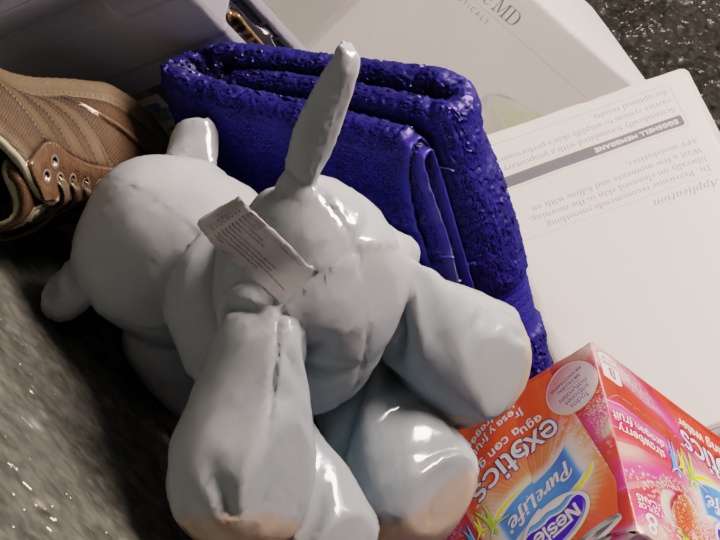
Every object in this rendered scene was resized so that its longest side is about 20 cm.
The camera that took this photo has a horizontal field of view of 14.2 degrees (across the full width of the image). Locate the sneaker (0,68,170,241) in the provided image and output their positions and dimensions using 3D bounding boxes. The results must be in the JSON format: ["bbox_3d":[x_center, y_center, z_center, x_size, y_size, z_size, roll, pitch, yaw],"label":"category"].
[{"bbox_3d":[-0.141,-0.039,1.147,0.200,0.070,0.076,23,42,-51],"label":"sneaker"}]

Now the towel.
[{"bbox_3d":[0.000,0.000,1.198,0.148,0.050,0.200,8,-45,28],"label":"towel"}]

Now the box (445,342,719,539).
[{"bbox_3d":[0.123,0.128,1.197,0.200,0.095,0.100,35,31,-41],"label":"box"}]

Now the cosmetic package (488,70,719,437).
[{"bbox_3d":[0.145,0.052,1.384,0.199,0.123,0.200,74,-4,-53],"label":"cosmetic package"}]

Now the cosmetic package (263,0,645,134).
[{"bbox_3d":[0.015,-0.091,1.503,0.199,0.200,0.123,36,15,-39],"label":"cosmetic package"}]

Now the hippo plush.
[{"bbox_3d":[-0.055,0.025,1.101,0.161,0.159,0.200,16,-28,44],"label":"hippo plush"}]

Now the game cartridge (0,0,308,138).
[{"bbox_3d":[-0.069,-0.057,1.253,0.200,0.133,0.041,46,44,-33],"label":"game cartridge"}]
